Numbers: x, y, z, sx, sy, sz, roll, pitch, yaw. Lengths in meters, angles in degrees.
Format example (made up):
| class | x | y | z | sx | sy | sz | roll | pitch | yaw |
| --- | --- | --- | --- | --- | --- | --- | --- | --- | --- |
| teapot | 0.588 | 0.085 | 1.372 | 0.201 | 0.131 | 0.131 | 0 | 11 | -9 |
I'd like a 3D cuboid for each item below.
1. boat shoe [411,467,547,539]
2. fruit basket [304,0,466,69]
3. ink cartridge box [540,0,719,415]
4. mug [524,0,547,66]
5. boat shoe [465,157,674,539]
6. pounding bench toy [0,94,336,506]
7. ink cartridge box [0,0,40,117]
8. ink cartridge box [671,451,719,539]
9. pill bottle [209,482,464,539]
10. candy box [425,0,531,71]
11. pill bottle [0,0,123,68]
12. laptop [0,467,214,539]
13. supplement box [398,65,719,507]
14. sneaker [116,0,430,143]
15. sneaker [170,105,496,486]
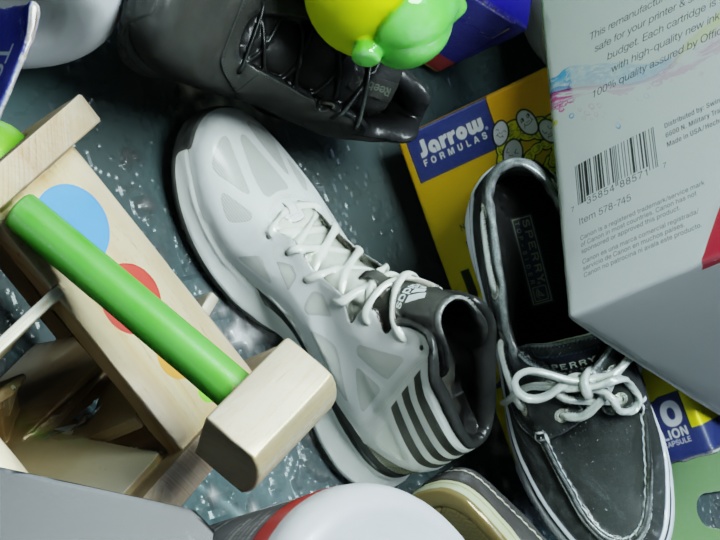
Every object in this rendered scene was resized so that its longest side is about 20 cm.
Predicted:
| class | x | y | z | sx | sy | sz | roll | pitch | yaw |
| --- | --- | --- | --- | --- | --- | --- | --- | --- | --- |
| boat shoe | 0.090 | 0.168 | 0.936 | 0.201 | 0.071 | 0.066 | 54 | 42 | -18 |
| fruit basket | 0.015 | -0.191 | 0.839 | 0.214 | 0.156 | 0.216 | 28 | 26 | -15 |
| ink cartridge box | 0.182 | -0.063 | 0.875 | 0.144 | 0.145 | 0.202 | 29 | 49 | -41 |
| mug | 0.166 | -0.163 | 1.065 | 0.186 | 0.149 | 0.154 | 38 | 50 | -25 |
| boat shoe | 0.098 | 0.044 | 0.885 | 0.073 | 0.068 | 0.201 | -12 | 86 | 1 |
| pounding bench toy | -0.115 | 0.020 | 0.722 | 0.156 | 0.199 | 0.124 | 53 | 48 | -12 |
| ink cartridge box | -0.194 | -0.003 | 0.626 | 0.040 | 0.199 | 0.201 | 27 | 78 | -32 |
| ink cartridge box | 0.206 | 0.058 | 1.090 | 0.145 | 0.048 | 0.202 | -2 | 73 | -42 |
| pill bottle | -0.051 | 0.154 | 0.724 | 0.115 | 0.199 | 0.117 | 17 | 62 | -37 |
| candy box | 0.018 | -0.233 | 1.017 | 0.168 | 0.077 | 0.201 | 30 | 56 | -30 |
| pill bottle | -0.148 | -0.198 | 0.837 | 0.111 | 0.112 | 0.202 | 21 | 61 | -33 |
| laptop | -0.167 | 0.158 | 0.645 | 0.103 | 0.199 | 0.179 | 36 | 52 | -44 |
| supplement box | 0.119 | 0.001 | 0.981 | 0.109 | 0.108 | 0.202 | -14 | 82 | -56 |
| sneaker | -0.031 | -0.102 | 0.869 | 0.200 | 0.090 | 0.077 | 9 | 104 | -61 |
| sneaker | 0.000 | 0.000 | 0.886 | 0.076 | 0.115 | 0.201 | -37 | 98 | -40 |
